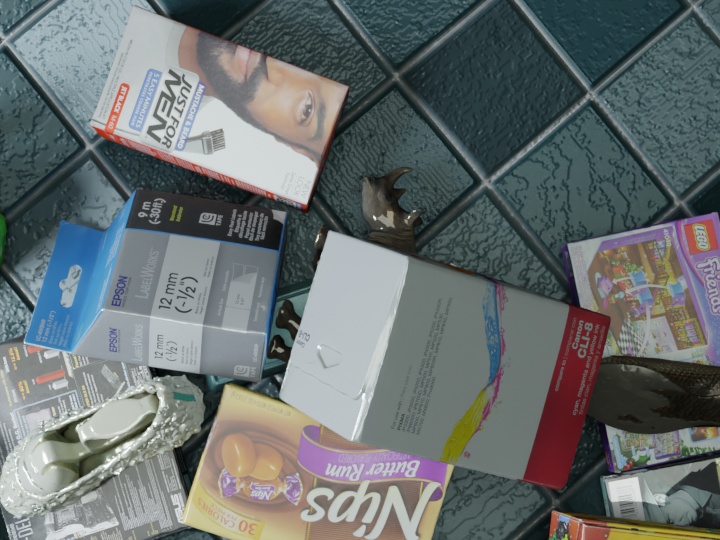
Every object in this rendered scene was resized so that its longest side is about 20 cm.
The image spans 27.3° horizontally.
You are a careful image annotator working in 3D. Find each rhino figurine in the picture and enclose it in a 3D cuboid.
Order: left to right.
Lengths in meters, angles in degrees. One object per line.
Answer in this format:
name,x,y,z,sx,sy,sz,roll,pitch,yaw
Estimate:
rhino figurine,0.000,0.000,1.260,0.087,0.060,0.202,24,75,9

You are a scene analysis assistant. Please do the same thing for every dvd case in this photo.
dvd case,0.317,0.232,1.287,0.197,0.022,0.148,-11,87,-3

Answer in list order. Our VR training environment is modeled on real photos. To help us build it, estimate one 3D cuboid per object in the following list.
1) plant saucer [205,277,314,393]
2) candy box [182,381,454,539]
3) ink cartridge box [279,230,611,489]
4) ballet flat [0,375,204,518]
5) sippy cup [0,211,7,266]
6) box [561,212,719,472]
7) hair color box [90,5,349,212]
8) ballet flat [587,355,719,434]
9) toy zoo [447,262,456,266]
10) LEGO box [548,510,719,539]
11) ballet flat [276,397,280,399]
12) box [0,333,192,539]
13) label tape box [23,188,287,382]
plant saucer,-0.047,0.045,1.294,0.197,0.019,0.071,-17,88,-3
candy box,-0.034,0.177,1.205,0.198,0.056,0.118,19,86,-5
ink cartridge box,0.063,0.070,1.168,0.198,0.145,0.147,16,91,-29
ballet flat,-0.219,0.135,1.184,0.198,0.072,0.072,-29,87,13
sippy cup,-0.376,-0.030,1.237,0.138,0.130,0.180,-16,88,-1
box,0.262,0.062,1.286,0.135,0.039,0.203,-11,87,-1
hair color box,-0.119,-0.138,1.281,0.198,0.064,0.112,20,86,-1
ballet flat,0.275,0.101,1.246,0.197,0.047,0.068,3,118,4
toy zoo,0.072,0.088,1.283,0.200,0.020,0.131,-43,97,-3
LEGO box,0.253,0.285,1.219,0.197,0.077,0.151,9,86,-10
ballet flat,-0.064,0.207,1.270,0.071,0.072,0.203,10,89,0
box,-0.238,0.145,1.269,0.156,0.050,0.203,-18,87,-1
label tape box,-0.167,0.006,1.233,0.197,0.067,0.144,10,46,-3
